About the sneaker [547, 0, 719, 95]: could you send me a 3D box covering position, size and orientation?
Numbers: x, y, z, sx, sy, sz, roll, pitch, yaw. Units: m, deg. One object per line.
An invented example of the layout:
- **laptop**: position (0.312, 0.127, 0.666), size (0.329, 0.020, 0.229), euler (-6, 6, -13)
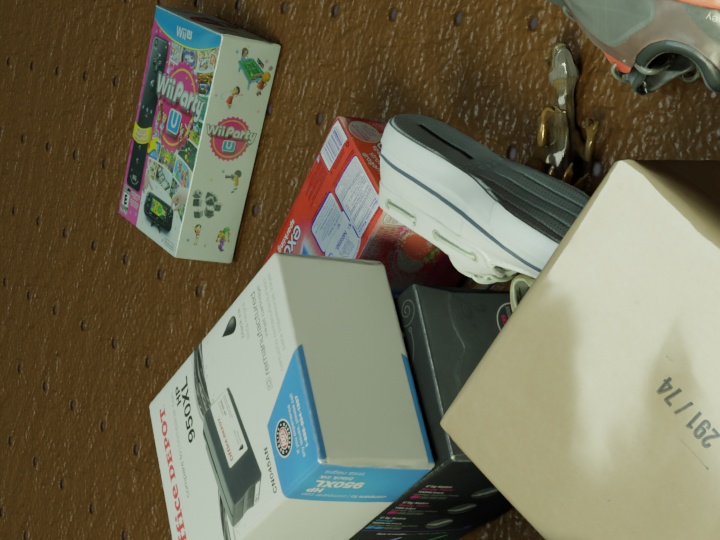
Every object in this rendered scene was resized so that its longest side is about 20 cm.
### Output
- **sneaker**: position (0.153, -0.146, 0.893), size (0.200, 0.077, 0.082), euler (30, 117, 56)

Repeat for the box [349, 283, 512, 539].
- **box**: position (0.037, 0.108, 1.010), size (0.200, 0.106, 0.123), euler (-43, 51, 48)

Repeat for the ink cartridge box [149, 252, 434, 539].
- **ink cartridge box**: position (-0.051, 0.103, 0.971), size (0.200, 0.084, 0.145), euler (-48, 47, 45)

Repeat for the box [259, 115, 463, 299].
- **box**: position (0.000, 0.000, 1.092), size (0.200, 0.095, 0.100), euler (-62, 39, 33)

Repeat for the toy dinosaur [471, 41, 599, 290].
- **toy dinosaur**: position (0.114, -0.041, 0.969), size (0.201, 0.060, 0.106), euler (-67, 23, 9)

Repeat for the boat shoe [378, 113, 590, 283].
- **boat shoe**: position (0.081, -0.026, 0.903), size (0.200, 0.073, 0.067), euler (42, 129, 46)

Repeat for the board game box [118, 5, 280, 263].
- **board game box**: position (-0.149, -0.125, 1.378), size (0.147, 0.064, 0.201), euler (32, 112, 54)

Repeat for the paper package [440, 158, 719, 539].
- **paper package**: position (0.170, 0.071, 0.742), size (0.200, 0.103, 0.191), euler (46, 119, 26)

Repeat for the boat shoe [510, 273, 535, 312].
- **boat shoe**: position (0.149, 0.071, 0.873), size (0.200, 0.068, 0.075), euler (57, 132, 44)
